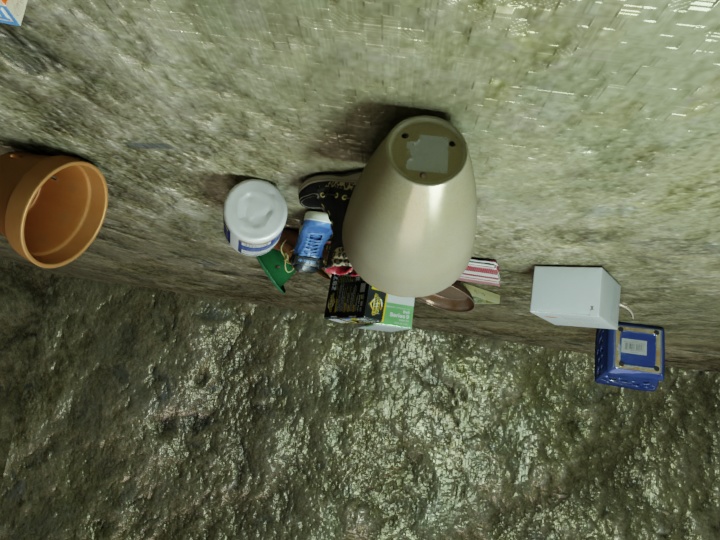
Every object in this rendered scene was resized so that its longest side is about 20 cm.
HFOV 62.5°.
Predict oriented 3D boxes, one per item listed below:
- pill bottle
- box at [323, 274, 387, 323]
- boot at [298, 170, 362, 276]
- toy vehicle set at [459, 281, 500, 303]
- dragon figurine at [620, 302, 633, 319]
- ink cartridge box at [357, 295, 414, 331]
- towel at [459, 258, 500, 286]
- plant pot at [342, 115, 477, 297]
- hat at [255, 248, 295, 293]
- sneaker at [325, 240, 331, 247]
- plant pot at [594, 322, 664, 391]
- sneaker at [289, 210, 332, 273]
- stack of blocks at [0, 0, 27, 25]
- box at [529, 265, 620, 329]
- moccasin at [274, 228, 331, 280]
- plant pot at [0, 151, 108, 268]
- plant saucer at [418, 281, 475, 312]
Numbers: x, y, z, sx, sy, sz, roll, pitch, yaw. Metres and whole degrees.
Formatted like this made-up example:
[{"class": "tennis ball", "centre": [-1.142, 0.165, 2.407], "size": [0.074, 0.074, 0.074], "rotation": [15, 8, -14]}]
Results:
[{"class": "pill bottle", "centre": [-0.197, -0.088, 1.097], "size": [0.110, 0.112, 0.200], "rotation": [11, 170, -11]}, {"class": "box", "centre": [0.000, 0.000, 1.162], "size": [0.049, 0.203, 0.159], "rotation": [15, 167, -28]}, {"class": "boot", "centre": [-0.034, -0.071, 0.934], "size": [0.198, 0.153, 0.073], "rotation": [0, 167, 39]}, {"class": "toy vehicle set", "centre": [0.305, 0.066, 1.763], "size": [0.199, 0.027, 0.124], "rotation": [17, 167, -38]}, {"class": "dragon figurine", "centre": [0.583, 0.079, 1.498], "size": [0.197, 0.060, 0.099], "rotation": [11, 170, -10]}, {"class": "ink cartridge box", "centre": [0.058, 0.021, 1.234], "size": [0.086, 0.203, 0.145], "rotation": [7, 170, -12]}, {"class": "towel", "centre": [0.265, -0.002, 1.440], "size": [0.142, 0.023, 0.200], "rotation": [8, 168, 17]}, {"class": "plant pot", "centre": [0.071, -0.091, 0.738], "size": [0.185, 0.189, 0.200], "rotation": [8, 156, 1]}, {"class": "hat", "centre": [-0.154, -0.054, 1.458], "size": [0.175, 0.167, 0.200], "rotation": [-30, 156, 0]}, {"class": "sneaker", "centre": [-0.055, -0.017, 1.445], "size": [0.199, 0.083, 0.077], "rotation": [20, 166, -35]}, {"class": "plant pot", "centre": [0.890, 0.275, 1.954], "size": [0.197, 0.202, 0.180], "rotation": [6, 163, 13]}, {"class": "sneaker", "centre": [-0.096, -0.050, 1.220], "size": [0.076, 0.113, 0.200], "rotation": [11, 169, -15]}, {"class": "stack of blocks", "centre": [-0.372, -0.260, 0.443], "size": [0.197, 0.059, 0.115], "rotation": [10, 170, -5]}, {"class": "box", "centre": [0.493, 0.064, 1.353], "size": [0.151, 0.108, 0.199], "rotation": [2, 168, 34]}, {"class": "moccasin", "centre": [-0.139, -0.034, 1.355], "size": [0.200, 0.078, 0.074], "rotation": [26, 155, 10]}, {"class": "plant pot", "centre": [-0.576, -0.123, 1.062], "size": [0.139, 0.202, 0.200], "rotation": [23, 173, 12]}, {"class": "plant saucer", "centre": [0.227, 0.057, 1.650], "size": [0.198, 0.037, 0.201], "rotation": [19, 159, 8]}]
